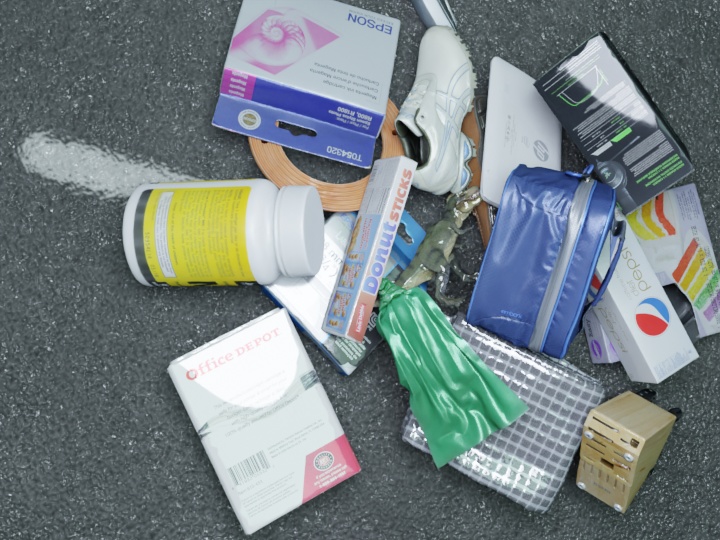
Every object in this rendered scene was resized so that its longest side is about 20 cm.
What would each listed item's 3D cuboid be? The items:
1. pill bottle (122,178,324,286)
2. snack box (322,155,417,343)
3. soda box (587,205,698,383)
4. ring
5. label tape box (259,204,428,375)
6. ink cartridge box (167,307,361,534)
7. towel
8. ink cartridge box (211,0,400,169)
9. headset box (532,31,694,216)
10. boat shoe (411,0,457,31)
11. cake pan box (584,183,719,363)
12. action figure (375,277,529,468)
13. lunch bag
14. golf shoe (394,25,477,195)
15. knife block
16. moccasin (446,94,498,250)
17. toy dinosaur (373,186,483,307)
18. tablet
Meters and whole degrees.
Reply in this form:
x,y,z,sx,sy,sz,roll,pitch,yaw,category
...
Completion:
x,y,z,sx,sy,sz,roll,pitch,yaw,category
-0.144,-0.041,0.879,0.196,0.114,0.117,-1,84,11,pill bottle
0.009,-0.024,0.884,0.024,0.072,0.203,19,85,-24,snack box
0.313,0.030,0.960,0.063,0.068,0.202,-27,89,-10,soda box
-0.036,-0.155,0.959,0.197,0.019,0.204,7,64,-13,ring
0.000,0.000,0.957,0.144,0.063,0.200,45,79,-4,label tape box
-0.109,0.163,0.908,0.143,0.084,0.202,-26,90,-12,ink cartridge box
0.155,0.157,0.915,0.197,0.086,0.168,25,98,8,towel
-0.059,-0.237,0.954,0.193,0.043,0.203,14,63,-10,ink cartridge box
0.309,-0.176,0.970,0.092,0.174,0.201,-36,92,24,headset box
0.083,-0.380,1.008,0.067,0.074,0.202,-26,80,3,boat shoe
0.362,0.007,1.030,0.181,0.052,0.204,-12,86,-9,cake pan box
0.076,0.092,0.865,0.117,0.055,0.202,-34,85,9,action figure
0.205,-0.018,0.865,0.130,0.136,0.203,19,110,13,lunch bag
0.082,-0.192,0.948,0.096,0.078,0.204,-1,85,-39,golf shoe
0.318,0.175,0.927,0.063,0.202,0.176,26,59,29,knife block
0.149,-0.109,0.994,0.073,0.077,0.205,-10,81,-37,moccasin
0.093,-0.004,0.930,0.088,0.048,0.200,40,69,4,toy dinosaur
0.202,-0.152,0.988,0.129,0.014,0.203,23,63,-29,tablet
